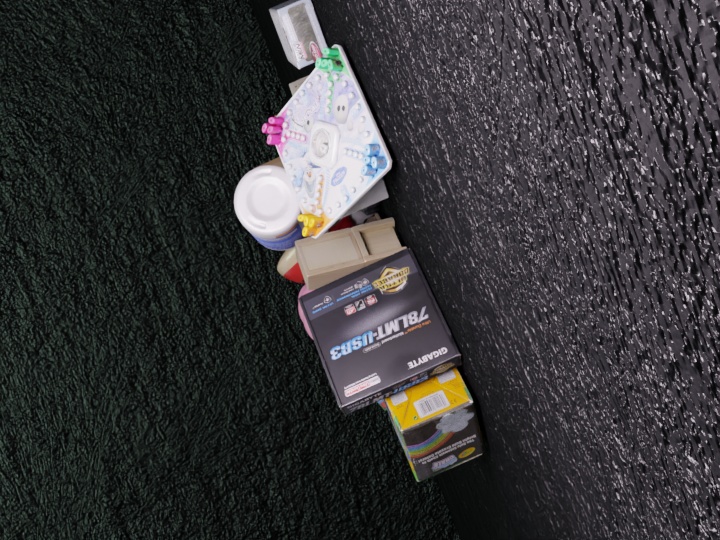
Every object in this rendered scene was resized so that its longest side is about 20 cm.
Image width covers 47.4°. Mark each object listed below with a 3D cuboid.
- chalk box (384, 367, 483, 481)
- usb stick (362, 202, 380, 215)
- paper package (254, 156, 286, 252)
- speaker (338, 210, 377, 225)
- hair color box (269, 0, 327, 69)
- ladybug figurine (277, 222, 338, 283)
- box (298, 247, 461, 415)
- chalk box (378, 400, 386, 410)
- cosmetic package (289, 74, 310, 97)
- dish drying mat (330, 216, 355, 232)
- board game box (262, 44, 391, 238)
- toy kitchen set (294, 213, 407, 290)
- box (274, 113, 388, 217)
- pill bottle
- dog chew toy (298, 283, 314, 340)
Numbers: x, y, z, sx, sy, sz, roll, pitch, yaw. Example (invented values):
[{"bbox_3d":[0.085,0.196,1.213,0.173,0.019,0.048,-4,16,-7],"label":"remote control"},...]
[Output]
[{"bbox_3d":[0.116,0.242,1.322,0.201,0.123,0.125,73,174,-47],"label":"chalk box"},{"bbox_3d":[-0.014,-0.197,1.476,0.202,0.032,0.055,69,-162,-2],"label":"usb stick"},{"bbox_3d":[-0.089,-0.150,1.615,0.191,0.198,0.104,71,176,-54],"label":"paper package"},{"bbox_3d":[0.007,-0.034,1.589,0.081,0.080,0.203,-119,17,-66],"label":"speaker"},{"bbox_3d":[-0.107,-0.412,1.413,0.200,0.060,0.100,-118,6,-69],"label":"hair color box"},{"bbox_3d":[-0.088,-0.030,1.550,0.072,0.135,0.200,51,157,3],"label":"ladybug figurine"},{"bbox_3d":[0.027,0.091,1.261,0.050,0.198,0.200,68,179,-60],"label":"box"},{"bbox_3d":[0.057,0.179,1.634,0.124,0.124,0.201,51,-166,-28],"label":"chalk box"},{"bbox_3d":[-0.075,-0.283,1.638,0.201,0.070,0.106,73,174,-58],"label":"cosmetic package"},{"bbox_3d":[0.000,0.000,1.520,0.077,0.018,0.202,-51,-54,-44],"label":"dish drying mat"},{"bbox_3d":[-0.056,-0.180,1.170,0.200,0.026,0.202,-40,66,44],"label":"board game box"},{"bbox_3d":[-0.025,-0.008,1.436,0.201,0.178,0.164,90,162,-50],"label":"toy kitchen set"},{"bbox_3d":[-0.049,-0.188,1.344,0.098,0.123,0.201,69,177,-45],"label":"box"},{"bbox_3d":[-0.137,-0.095,1.352,0.200,0.111,0.113,78,170,-81],"label":"pill bottle"},{"bbox_3d":[-0.066,0.073,1.599,0.200,0.123,0.126,32,146,65],"label":"dog chew toy"}]
